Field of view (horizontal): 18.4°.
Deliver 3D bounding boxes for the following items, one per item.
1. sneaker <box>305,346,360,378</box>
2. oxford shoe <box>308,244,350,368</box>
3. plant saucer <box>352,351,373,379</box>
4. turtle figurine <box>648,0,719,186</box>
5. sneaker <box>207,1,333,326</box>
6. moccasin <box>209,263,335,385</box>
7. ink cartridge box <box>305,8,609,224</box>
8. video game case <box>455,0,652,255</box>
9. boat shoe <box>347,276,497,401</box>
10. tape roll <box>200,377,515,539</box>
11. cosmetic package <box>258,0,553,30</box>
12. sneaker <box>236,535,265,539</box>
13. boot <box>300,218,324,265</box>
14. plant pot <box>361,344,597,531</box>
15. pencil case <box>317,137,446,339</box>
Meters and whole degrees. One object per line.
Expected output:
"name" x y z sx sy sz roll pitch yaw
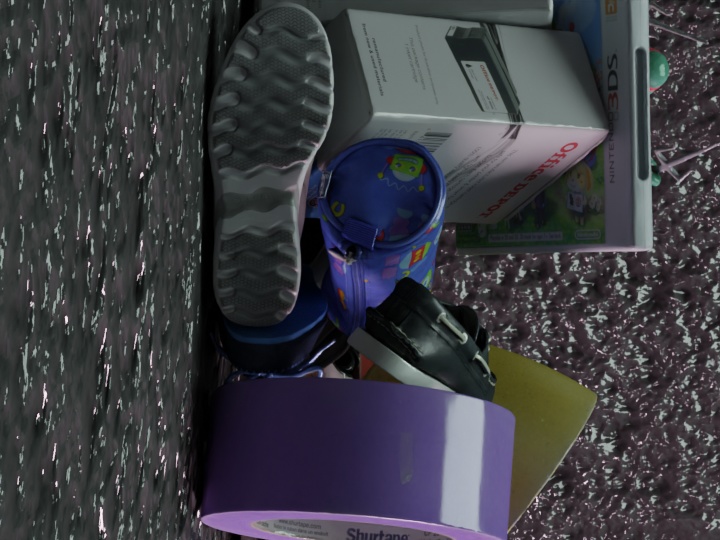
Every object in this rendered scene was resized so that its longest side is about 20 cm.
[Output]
"sneaker" -0.041 0.095 1.702 0.201 0.079 0.074 92 1 -46
"oxford shoe" 0.000 0.000 1.599 0.200 0.075 0.058 -48 -148 -2
"plant saucer" -0.019 0.134 1.794 0.200 0.036 0.201 -91 -160 -60
"turtle figurine" 0.168 -0.138 1.610 0.100 0.199 0.151 19 75 -47
"sneaker" -0.065 -0.071 1.382 0.082 0.074 0.201 -113 -148 -71
"moccasin" -0.053 0.044 1.475 0.200 0.080 0.069 -65 162 -77
"ink cartridge box" 0.044 -0.099 1.496 0.145 0.199 0.085 -39 -123 48
"video game case" 0.131 -0.104 1.560 0.200 0.022 0.183 -1 -90 56
"boat shoe" 0.056 0.050 1.442 0.060 0.075 0.200 -54 162 4
"tape roll" -0.001 0.128 1.429 0.200 0.199 0.086 76 18 -77
"cosmetic package" 0.030 -0.213 1.507 0.081 0.199 0.114 78 11 -80
"sneaker" -0.048 0.214 1.635 0.076 0.087 0.201 80 14 -75
"boot" -0.027 -0.079 1.626 0.076 0.200 0.169 34 -85 49
"plant pot" 0.055 0.125 1.605 0.200 0.142 0.200 -52 180 0
"pencil case" 0.011 -0.014 1.450 0.087 0.078 0.200 -56 169 -18
